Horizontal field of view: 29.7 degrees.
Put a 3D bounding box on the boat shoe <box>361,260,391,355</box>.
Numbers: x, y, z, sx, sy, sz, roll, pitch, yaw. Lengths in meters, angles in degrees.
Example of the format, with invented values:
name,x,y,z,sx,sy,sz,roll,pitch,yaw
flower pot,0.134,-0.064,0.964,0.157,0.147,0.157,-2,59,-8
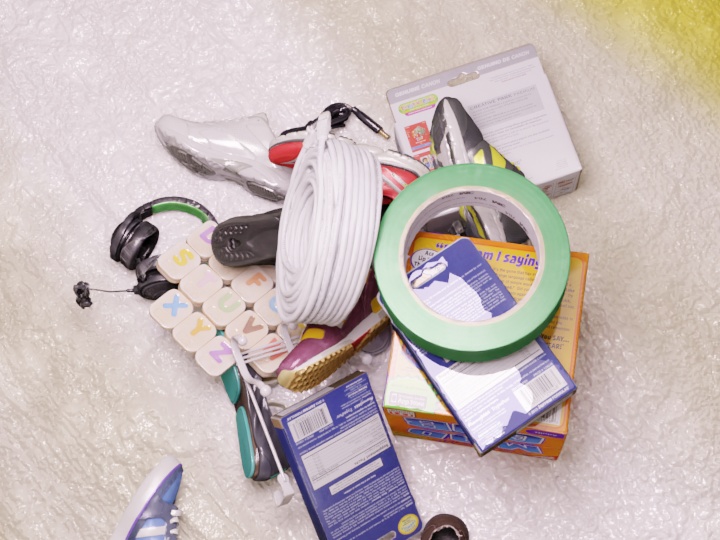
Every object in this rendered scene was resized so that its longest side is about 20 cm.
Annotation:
name,x,y,z,sx,sy,sz,roll,pitch,yaw
boat shoe,0.000,0.000,1.644,0.073,0.067,0.201,-18,74,0

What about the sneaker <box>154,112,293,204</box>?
name,x,y,z,sx,sy,sz,roll,pitch,yaw
sneaker,-0.158,-0.160,1.706,0.199,0.078,0.100,23,71,1

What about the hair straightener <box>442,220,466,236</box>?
name,x,y,z,sx,sy,sz,roll,pitch,yaw
hair straightener,0.128,-0.031,1.636,0.198,0.077,0.041,-8,72,3

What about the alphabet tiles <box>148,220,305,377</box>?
name,x,y,z,sx,sy,sz,roll,pitch,yaw
alphabet tiles,-0.147,0.032,1.631,0.200,0.015,0.195,44,57,11

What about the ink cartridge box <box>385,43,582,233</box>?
name,x,y,z,sx,sy,sz,roll,pitch,yaw
ink cartridge box,0.148,-0.159,1.665,0.199,0.084,0.177,-17,75,0

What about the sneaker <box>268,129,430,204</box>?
name,x,y,z,sx,sy,sz,roll,pitch,yaw
sneaker,-0.019,-0.109,1.590,0.199,0.077,0.086,14,82,10

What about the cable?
name,x,y,z,sx,sy,sz,roll,pitch,yaw
cable,-0.038,-0.040,1.448,0.069,0.200,0.201,10,46,-18

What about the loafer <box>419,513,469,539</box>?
name,x,y,z,sx,sy,sz,roll,pitch,yaw
loafer,0.075,0.371,1.534,0.072,0.071,0.201,8,76,7

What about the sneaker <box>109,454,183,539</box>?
name,x,y,z,sx,sy,sz,roll,pitch,yaw
sneaker,-0.216,0.333,1.573,0.146,0.081,0.201,29,76,3

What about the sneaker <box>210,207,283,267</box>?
name,x,y,z,sx,sy,sz,roll,pitch,yaw
sneaker,-0.066,-0.043,1.607,0.198,0.114,0.077,-6,97,22

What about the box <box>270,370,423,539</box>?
name,x,y,z,sx,sy,sz,roll,pitch,yaw
box,-0.013,0.230,1.538,0.121,0.032,0.201,-26,101,-26

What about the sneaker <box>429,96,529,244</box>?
name,x,y,z,sx,sy,sz,roll,pitch,yaw
sneaker,0.144,-0.112,1.583,0.084,0.074,0.201,-16,77,-19

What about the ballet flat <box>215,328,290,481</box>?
name,x,y,z,sx,sy,sz,roll,pitch,yaw
ballet flat,-0.124,0.154,1.619,0.073,0.073,0.201,-17,67,0

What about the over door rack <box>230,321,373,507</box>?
name,x,y,z,sx,sy,sz,roll,pitch,yaw
over door rack,-0.051,0.151,1.565,0.147,0.067,0.201,-15,83,-28

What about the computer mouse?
name,x,y,z,sx,sy,sz,roll,pitch,yaw
computer mouse,0.003,-0.122,1.680,0.200,0.046,0.140,38,51,14

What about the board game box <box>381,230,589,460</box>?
name,x,y,z,sx,sy,sz,roll,pitch,yaw
board game box,0.142,0.089,1.538,0.198,0.200,0.201,8,75,8

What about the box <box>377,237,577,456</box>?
name,x,y,z,sx,sy,sz,roll,pitch,yaw
box,0.118,0.076,1.415,0.121,0.032,0.201,-33,74,-5

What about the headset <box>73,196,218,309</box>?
name,x,y,z,sx,sy,sz,roll,pitch,yaw
headset,-0.261,-0.016,1.658,0.199,0.094,0.124,-35,74,-17

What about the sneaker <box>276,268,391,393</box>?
name,x,y,z,sx,sy,sz,roll,pitch,yaw
sneaker,-0.041,0.061,1.534,0.090,0.075,0.200,45,46,12

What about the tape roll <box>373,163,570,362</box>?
name,x,y,z,sx,sy,sz,roll,pitch,yaw
tape roll,0.114,-0.009,1.393,0.199,0.048,0.202,-1,73,4
